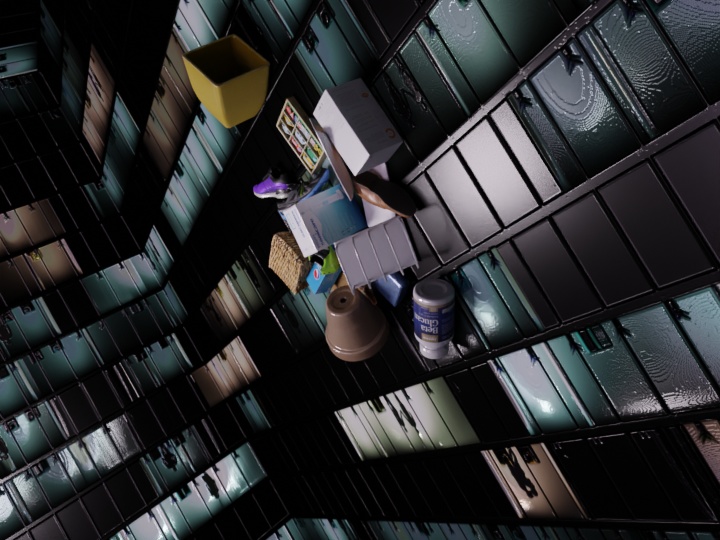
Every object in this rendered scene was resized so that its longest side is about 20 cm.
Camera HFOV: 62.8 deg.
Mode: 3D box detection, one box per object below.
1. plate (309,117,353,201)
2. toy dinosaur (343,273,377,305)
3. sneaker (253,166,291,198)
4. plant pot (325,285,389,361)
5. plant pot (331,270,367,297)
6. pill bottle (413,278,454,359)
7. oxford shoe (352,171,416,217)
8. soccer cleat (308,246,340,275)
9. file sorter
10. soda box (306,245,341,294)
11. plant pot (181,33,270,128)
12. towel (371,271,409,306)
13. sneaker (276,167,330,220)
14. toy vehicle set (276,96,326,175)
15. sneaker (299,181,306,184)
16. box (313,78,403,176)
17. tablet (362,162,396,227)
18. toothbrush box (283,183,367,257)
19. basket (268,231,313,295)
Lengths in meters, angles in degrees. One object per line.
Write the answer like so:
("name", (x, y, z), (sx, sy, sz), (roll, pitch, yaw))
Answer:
("plate", (-0.073, -0.310, 1.603), (0.202, 0.032, 0.200), (62, -177, -29))
("toy dinosaur", (0.000, 0.000, 1.706), (0.200, 0.103, 0.136), (42, 171, -10))
("sneaker", (-0.293, -0.299, 1.974), (0.198, 0.069, 0.101), (10, 115, 45))
("plant pot", (-0.026, 0.143, 1.771), (0.199, 0.200, 0.176), (30, 153, 37))
("plant pot", (-0.044, 0.052, 1.923), (0.199, 0.027, 0.203), (33, 138, 36))
("pill bottle", (0.198, 0.134, 1.586), (0.110, 0.110, 0.203), (26, 133, 40))
("oxford shoe", (0.065, -0.193, 1.567), (0.199, 0.071, 0.072), (35, 151, 21))
("soccer cleat", (-0.128, -0.070, 1.770), (0.201, 0.080, 0.068), (58, 160, 33))
("file sorter", (0.045, -0.039, 1.558), (0.125, 0.197, 0.141), (-101, -11, -79))
("soda box", (-0.101, -0.016, 1.875), (0.068, 0.063, 0.201), (57, 136, 28))
("plant pot", (-0.405, -0.568, 1.827), (0.194, 0.194, 0.201), (43, 151, 24))
("towel", (0.061, 0.003, 1.730), (0.200, 0.048, 0.112), (46, 144, 23))
("sneaker", (-0.172, -0.238, 1.757), (0.199, 0.071, 0.083), (-41, 82, 11))
("toy vehicle set", (-0.173, -0.402, 1.769), (0.201, 0.026, 0.124), (54, 145, 11))
("sneaker", (-0.136, -0.188, 1.835), (0.201, 0.073, 0.079), (56, 151, 8))
("box", (-0.007, -0.363, 1.491), (0.201, 0.124, 0.097), (57, 146, 7))
("tablet", (0.043, -0.208, 1.636), (0.129, 0.014, 0.203), (15, 124, 48))
("toothbrush box", (-0.099, -0.148, 1.699), (0.085, 0.199, 0.148), (-18, 100, 55))
("basket", (-0.202, -0.049, 1.953), (0.149, 0.142, 0.201), (45, 149, 18))
